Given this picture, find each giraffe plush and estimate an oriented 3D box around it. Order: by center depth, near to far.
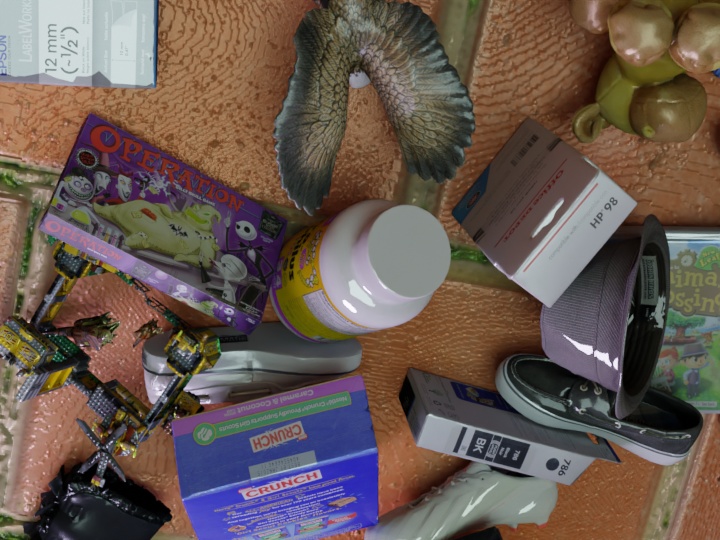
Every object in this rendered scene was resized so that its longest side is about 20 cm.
[{"bbox_3d":[0.249,-0.180,1.133,0.170,0.201,0.164,2,126,-5],"label":"giraffe plush"}]

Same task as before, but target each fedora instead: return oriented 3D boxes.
[{"bbox_3d":[0.211,0.035,1.165,0.089,0.199,0.180,9,98,23],"label":"fedora"}]

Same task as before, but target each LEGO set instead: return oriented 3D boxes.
[{"bbox_3d":[-0.225,0.067,1.109,0.200,0.116,0.154,46,104,7],"label":"LEGO set"}]

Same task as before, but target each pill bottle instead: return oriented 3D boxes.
[{"bbox_3d":[0.000,0.000,1.107,0.103,0.200,0.106,4,80,-23],"label":"pill bottle"}]

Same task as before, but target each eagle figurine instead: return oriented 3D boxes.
[{"bbox_3d":[-0.002,-0.166,1.092,0.151,0.203,0.150,-26,158,33],"label":"eagle figurine"}]

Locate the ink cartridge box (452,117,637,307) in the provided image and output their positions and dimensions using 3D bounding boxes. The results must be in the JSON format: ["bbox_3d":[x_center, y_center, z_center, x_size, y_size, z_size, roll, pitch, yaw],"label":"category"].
[{"bbox_3d":[0.157,-0.047,1.129,0.066,0.200,0.116,37,99,-19],"label":"ink cartridge box"}]

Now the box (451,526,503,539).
[{"bbox_3d":[0.078,0.359,1.273,0.162,0.087,0.202,-18,133,-4],"label":"box"}]

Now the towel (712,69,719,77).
[{"bbox_3d":[0.428,-0.230,1.214,0.197,0.024,0.147,8,107,-13],"label":"towel"}]

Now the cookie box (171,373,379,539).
[{"bbox_3d":[-0.069,0.180,1.169,0.169,0.076,0.201,-12,153,-6],"label":"cookie box"}]

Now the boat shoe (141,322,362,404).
[{"bbox_3d":[-0.097,0.093,1.199,0.197,0.072,0.067,-3,115,-10],"label":"boat shoe"}]

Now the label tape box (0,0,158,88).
[{"bbox_3d":[-0.261,-0.225,1.068,0.197,0.066,0.145,0,108,-12],"label":"label tape box"}]

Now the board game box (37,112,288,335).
[{"bbox_3d":[-0.162,-0.039,1.123,0.198,0.121,0.032,28,133,-18],"label":"board game box"}]

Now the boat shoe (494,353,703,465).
[{"bbox_3d":[0.224,0.118,1.238,0.198,0.069,0.057,21,139,-3],"label":"boat shoe"}]

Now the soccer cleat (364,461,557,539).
[{"bbox_3d":[0.095,0.222,1.279,0.197,0.069,0.079,-11,107,-14],"label":"soccer cleat"}]

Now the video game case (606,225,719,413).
[{"bbox_3d":[0.316,0.049,1.261,0.197,0.022,0.185,1,108,4],"label":"video game case"}]

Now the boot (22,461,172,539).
[{"bbox_3d":[-0.233,0.281,1.237,0.197,0.073,0.163,33,96,-18],"label":"boot"}]

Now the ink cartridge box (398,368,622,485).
[{"bbox_3d":[0.138,0.150,1.243,0.197,0.100,0.040,15,107,-13],"label":"ink cartridge box"}]
